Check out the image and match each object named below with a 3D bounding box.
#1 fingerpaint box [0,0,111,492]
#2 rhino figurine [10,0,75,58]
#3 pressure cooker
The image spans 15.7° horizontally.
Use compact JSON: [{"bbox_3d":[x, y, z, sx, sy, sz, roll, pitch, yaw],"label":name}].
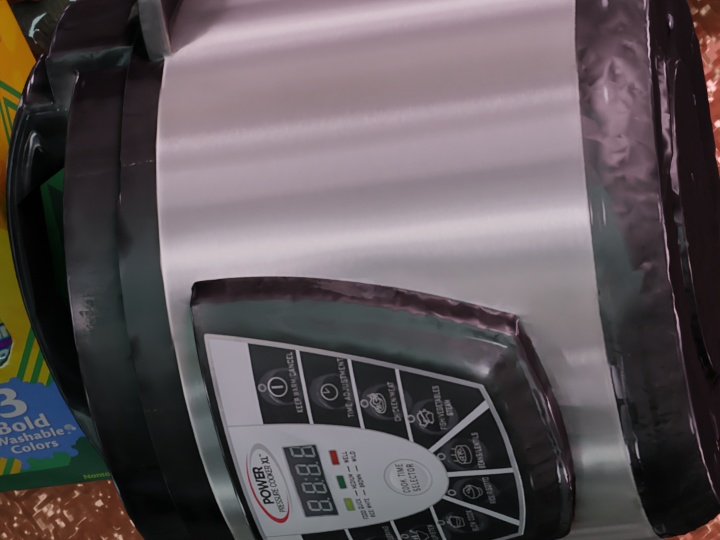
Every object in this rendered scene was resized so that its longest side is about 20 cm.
[{"bbox_3d":[-0.184,0.003,0.816,0.198,0.167,0.074,-7,49,12],"label":"fingerpaint box"},{"bbox_3d":[-0.129,-0.174,0.845,0.087,0.060,0.201,-36,80,17],"label":"rhino figurine"},{"bbox_3d":[0.001,-0.001,0.735,0.198,0.179,0.177,-6,79,13],"label":"pressure cooker"}]
